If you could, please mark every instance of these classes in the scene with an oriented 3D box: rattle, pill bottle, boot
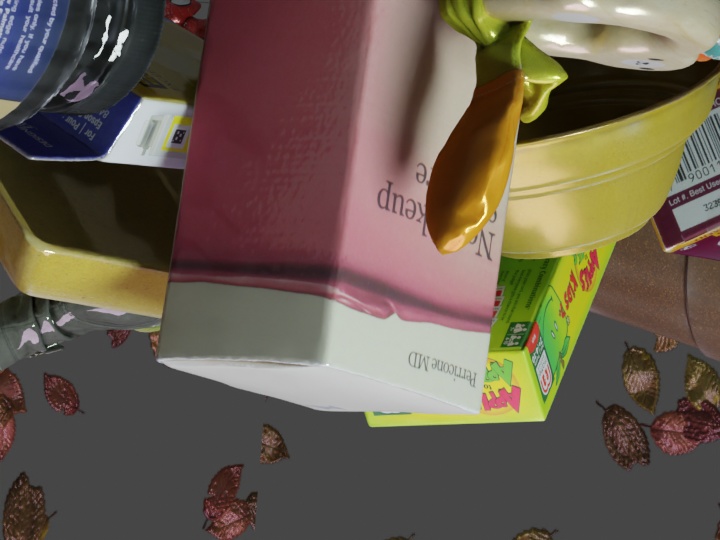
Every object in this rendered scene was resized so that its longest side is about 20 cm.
[{"bbox_3d":[0.125,-0.074,1.331,0.130,0.144,0.199,-18,160,35],"label":"rattle"},{"bbox_3d":[-0.168,-0.110,1.062,0.111,0.113,0.199,4,179,39],"label":"pill bottle"},{"bbox_3d":[-0.134,0.006,1.621,0.130,0.068,0.200,-22,178,21],"label":"boot"}]

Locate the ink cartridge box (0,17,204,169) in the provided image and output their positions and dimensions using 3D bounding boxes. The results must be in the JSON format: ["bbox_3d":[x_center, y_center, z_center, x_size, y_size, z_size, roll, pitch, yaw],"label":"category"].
[{"bbox_3d":[-0.145,-0.107,1.430,0.197,0.047,0.199,34,-164,35],"label":"ink cartridge box"}]

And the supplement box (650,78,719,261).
[{"bbox_3d":[0.236,-0.065,1.719,0.110,0.086,0.200,-24,171,17],"label":"supplement box"}]

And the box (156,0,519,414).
[{"bbox_3d":[-0.006,-0.040,1.366,0.108,0.201,0.128,0,168,39],"label":"box"}]

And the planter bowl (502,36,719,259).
[{"bbox_3d":[0.101,-0.060,1.508,0.199,0.084,0.201,-11,-161,4],"label":"planter bowl"}]

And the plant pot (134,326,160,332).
[{"bbox_3d":[-0.080,-0.068,1.992,0.183,0.202,0.200,-8,174,23],"label":"plant pot"}]

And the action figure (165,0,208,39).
[{"bbox_3d":[-0.025,-0.125,1.634,0.199,0.052,0.065,10,172,-23],"label":"action figure"}]

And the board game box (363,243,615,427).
[{"bbox_3d":[0.073,0.004,1.567,0.101,0.048,0.200,-3,-145,23],"label":"board game box"}]

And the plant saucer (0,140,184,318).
[{"bbox_3d":[-0.132,-0.038,1.462,0.199,0.049,0.200,12,-150,-40],"label":"plant saucer"}]

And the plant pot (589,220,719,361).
[{"bbox_3d":[0.212,-0.039,1.956,0.197,0.202,0.200,13,-177,26],"label":"plant pot"}]
